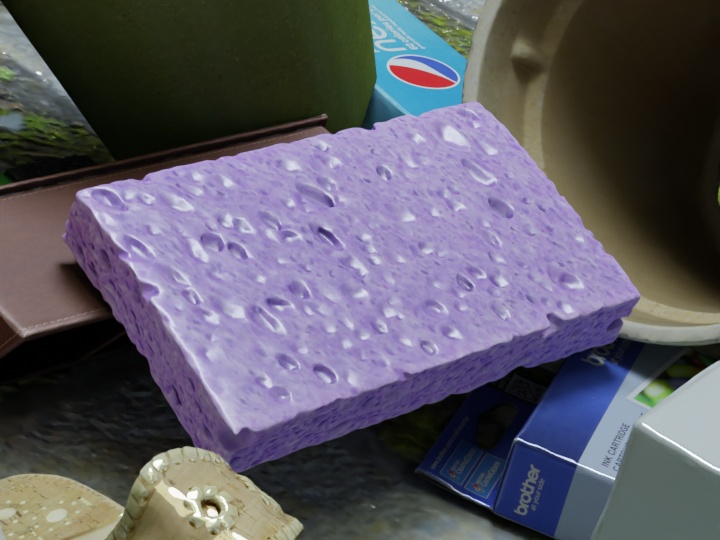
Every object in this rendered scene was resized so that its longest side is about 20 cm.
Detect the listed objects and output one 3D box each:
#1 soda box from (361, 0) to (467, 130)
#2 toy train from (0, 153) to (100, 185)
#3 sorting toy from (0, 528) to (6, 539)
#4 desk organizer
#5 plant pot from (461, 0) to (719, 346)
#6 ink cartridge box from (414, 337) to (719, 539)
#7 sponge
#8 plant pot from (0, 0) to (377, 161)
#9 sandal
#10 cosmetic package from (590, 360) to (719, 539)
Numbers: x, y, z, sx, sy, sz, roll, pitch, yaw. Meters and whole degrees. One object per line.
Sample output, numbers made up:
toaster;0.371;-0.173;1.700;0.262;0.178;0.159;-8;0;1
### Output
soda box;0.004;-0.077;1.044;0.064;0.068;0.200;-7;35;-32
toy train;-0.171;-0.005;0.850;0.199;0.057;0.042;-14;39;-42
sorting toy;-0.194;0.056;0.675;0.199;0.108;0.180;-10;35;-37
desk organizer;-0.073;0.006;0.859;0.199;0.072;0.077;-16;45;-40
plant pot;0.170;-0.058;0.952;0.200;0.201;0.183;32;8;30
ink cartridge box;0.131;0.076;0.862;0.199;0.042;0.119;20;29;13
sponge;0.000;0.000;0.825;0.199;0.030;0.112;-16;58;-39
plant pot;-0.074;-0.133;0.927;0.198;0.191;0.201;-9;45;10
sandal;-0.061;0.083;0.663;0.211;0.070;0.077;15;40;43
cosmetic package;0.172;0.124;0.729;0.199;0.102;0.071;29;31;24
